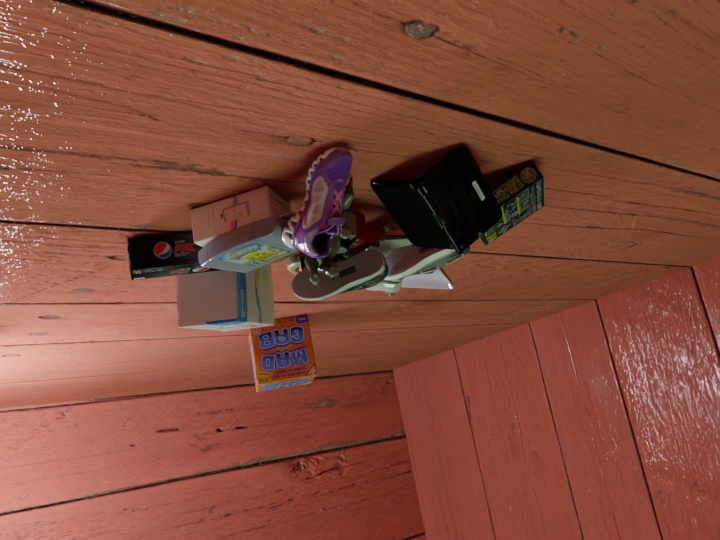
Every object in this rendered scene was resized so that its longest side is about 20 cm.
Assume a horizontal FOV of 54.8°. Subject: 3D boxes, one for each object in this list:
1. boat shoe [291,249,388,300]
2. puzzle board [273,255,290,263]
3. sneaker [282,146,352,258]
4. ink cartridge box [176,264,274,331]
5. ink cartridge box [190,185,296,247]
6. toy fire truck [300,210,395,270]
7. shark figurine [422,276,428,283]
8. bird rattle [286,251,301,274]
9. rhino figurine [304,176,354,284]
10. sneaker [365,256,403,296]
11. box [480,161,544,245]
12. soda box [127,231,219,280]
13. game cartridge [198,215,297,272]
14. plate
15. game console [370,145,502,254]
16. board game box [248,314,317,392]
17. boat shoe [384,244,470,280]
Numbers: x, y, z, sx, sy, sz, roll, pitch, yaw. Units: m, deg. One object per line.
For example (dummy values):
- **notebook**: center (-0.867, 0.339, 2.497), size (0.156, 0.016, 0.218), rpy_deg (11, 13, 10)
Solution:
- **boat shoe**: center (-0.036, 0.020, 1.408), size (0.196, 0.072, 0.091), rpy_deg (-17, 162, 7)
- **puzzle board**: center (-0.222, -0.050, 1.520), size (0.197, 0.018, 0.150), rpy_deg (3, 160, -43)
- **sneaker**: center (-0.055, -0.105, 1.158), size (0.080, 0.088, 0.203), rpy_deg (1, 123, -47)
- **ink cartridge box**: center (-0.292, 0.052, 1.528), size (0.144, 0.148, 0.200), rpy_deg (-7, 172, 15)
- **ink cartridge box**: center (-0.197, -0.093, 1.278), size (0.196, 0.069, 0.116), rpy_deg (-14, 165, 14)
- **toy fire truck**: center (-0.011, -0.070, 1.451), size (0.197, 0.131, 0.175), rpy_deg (10, 156, -31)
- **shark figurine**: center (0.115, -0.019, 1.696), size (0.212, 0.131, 0.089), rpy_deg (-22, 174, 37)
- **bird rattle**: center (-0.098, -0.016, 1.657), size (0.160, 0.115, 0.199), rpy_deg (9, 170, -25)
- **rhino figurine**: center (-0.053, -0.079, 1.283), size (0.059, 0.203, 0.088), rpy_deg (14, -165, -22)
- **sneaker**: center (0.000, 0.000, 1.553), size (0.197, 0.077, 0.081), rpy_deg (23, 140, 1)
- **box**: center (0.310, -0.136, 1.461), size (0.159, 0.045, 0.200), rpy_deg (-34, 162, 7)
- **soda box**: center (-0.355, -0.032, 1.367), size (0.196, 0.072, 0.063), rpy_deg (-6, 163, -21)
- **game cartridge**: center (-0.195, -0.043, 1.261), size (0.198, 0.041, 0.132), rpy_deg (-21, 158, 33)
- **plate**: center (0.094, -0.025, 1.573), size (0.196, 0.033, 0.200), rpy_deg (1, 147, 36)
- **game console**: center (0.147, -0.136, 1.323), size (0.175, 0.117, 0.200), rpy_deg (-40, 131, 2)
- **board game box**: center (-0.267, 0.283, 2.339), size (0.196, 0.204, 0.200), rpy_deg (-8, 165, -12)
- **boat shoe**: center (0.133, -0.021, 1.444), size (0.197, 0.073, 0.068), rpy_deg (-27, 133, 16)
